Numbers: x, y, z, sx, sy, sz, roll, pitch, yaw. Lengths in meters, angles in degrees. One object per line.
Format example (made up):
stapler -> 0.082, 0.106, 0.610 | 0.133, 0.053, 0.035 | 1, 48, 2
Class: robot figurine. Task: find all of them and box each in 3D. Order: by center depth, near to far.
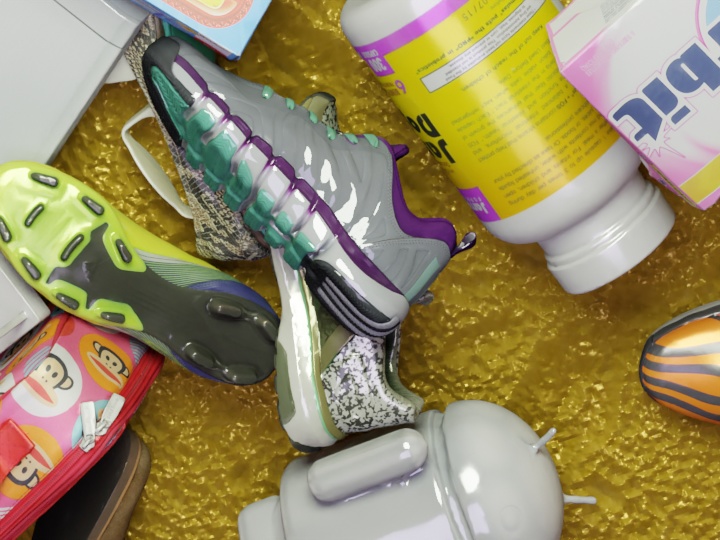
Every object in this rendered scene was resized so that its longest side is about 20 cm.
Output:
robot figurine -> 0.031, 0.143, 1.725 | 0.199, 0.113, 0.170 | -20, 147, 12

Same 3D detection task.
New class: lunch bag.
lunch bag -> -0.208, 0.105, 1.701 | 0.082, 0.176, 0.200 | 45, 110, -8

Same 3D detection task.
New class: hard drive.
hard drive -> -0.218, -0.109, 1.669 | 0.132, 0.027, 0.200 | 38, 124, 0

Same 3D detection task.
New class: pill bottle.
pill bottle -> 0.085, -0.088, 1.629 | 0.104, 0.104, 0.200 | -33, 104, 16

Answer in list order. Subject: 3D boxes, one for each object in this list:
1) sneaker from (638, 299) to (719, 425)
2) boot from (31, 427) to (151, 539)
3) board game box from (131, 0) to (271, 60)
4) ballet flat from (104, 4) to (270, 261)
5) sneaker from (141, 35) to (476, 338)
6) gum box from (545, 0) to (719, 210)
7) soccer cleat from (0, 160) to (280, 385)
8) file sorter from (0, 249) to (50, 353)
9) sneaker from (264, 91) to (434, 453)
sneaker -> 0.254, 0.070, 1.676 | 0.199, 0.112, 0.078 | 3, 111, 4
boot -> -0.159, 0.179, 1.793 | 0.075, 0.074, 0.201 | 17, 117, -22
board game box -> -0.100, -0.245, 1.585 | 0.199, 0.056, 0.197 | 30, 88, -6
ballet flat -> -0.104, -0.092, 1.680 | 0.075, 0.068, 0.201 | -10, 112, 26
sneaker -> -0.029, -0.061, 1.623 | 0.087, 0.074, 0.200 | -42, 92, -18
gum box -> 0.199, -0.135, 1.537 | 0.200, 0.066, 0.113 | -42, 112, 16
soccer cleat -> -0.132, 0.003, 1.695 | 0.200, 0.084, 0.065 | 32, 91, -19
file sorter -> -0.302, -0.001, 1.662 | 0.139, 0.124, 0.200 | -36, 92, 34
sneaker -> 0.000, 0.000, 1.676 | 0.088, 0.077, 0.201 | -3, 96, 18
